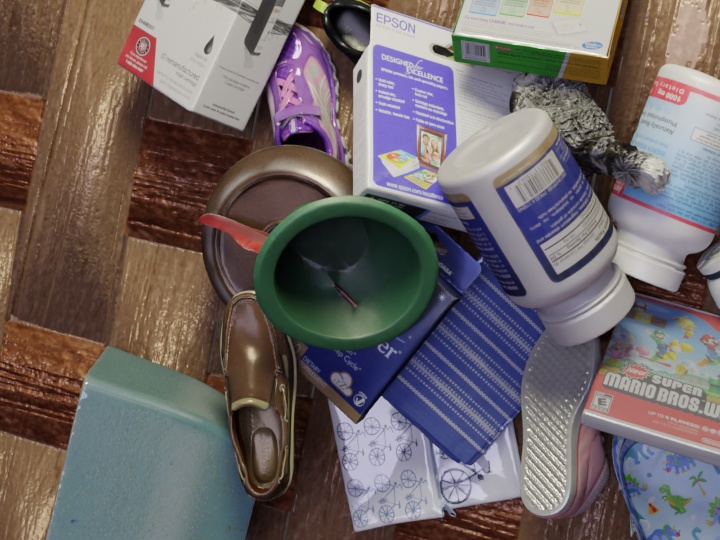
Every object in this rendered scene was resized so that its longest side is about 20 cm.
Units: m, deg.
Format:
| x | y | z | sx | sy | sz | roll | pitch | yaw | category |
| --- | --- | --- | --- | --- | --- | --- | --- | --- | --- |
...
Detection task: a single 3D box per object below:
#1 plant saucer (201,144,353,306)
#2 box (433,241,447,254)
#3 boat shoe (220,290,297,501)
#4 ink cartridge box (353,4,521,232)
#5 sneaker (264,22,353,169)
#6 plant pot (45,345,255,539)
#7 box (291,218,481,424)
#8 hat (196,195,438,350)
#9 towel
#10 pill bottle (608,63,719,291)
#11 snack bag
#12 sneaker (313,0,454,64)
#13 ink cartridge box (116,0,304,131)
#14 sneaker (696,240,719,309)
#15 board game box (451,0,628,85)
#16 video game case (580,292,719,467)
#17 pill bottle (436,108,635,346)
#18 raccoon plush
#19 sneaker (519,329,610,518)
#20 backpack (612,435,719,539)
| x | y | z | sx | sy | sz | roll | pitch | yaw | category |
| --- | --- | --- | --- | --- | --- | --- | --- | --- | --- |
| -0.073 | -0.024 | 1.534 | 0.198 | 0.032 | 0.203 | 3 | 101 | 15 | plant saucer |
| 0.000 | 0.000 | 1.570 | 0.198 | 0.068 | 0.083 | 10 | 98 | 15 | box |
| -0.097 | 0.121 | 1.467 | 0.074 | 0.075 | 0.205 | -9 | 89 | 5 | boat shoe |
| 0.084 | -0.140 | 1.484 | 0.196 | 0.043 | 0.202 | 14 | 65 | -27 | ink cartridge box |
| -0.063 | -0.165 | 1.572 | 0.080 | 0.088 | 0.202 | -17 | 87 | 16 | sneaker |
| -0.202 | 0.211 | 1.578 | 0.198 | 0.196 | 0.198 | 15 | 96 | -5 | plant pot |
| 0.014 | 0.035 | 1.483 | 0.121 | 0.032 | 0.201 | 41 | 106 | 11 | box |
| -0.034 | -0.041 | 1.465 | 0.198 | 0.177 | 0.167 | 17 | 117 | -18 | hat |
| 0.121 | 0.084 | 1.529 | 0.145 | 0.024 | 0.200 | 41 | 94 | -16 | towel |
| 0.305 | -0.088 | 1.467 | 0.108 | 0.109 | 0.202 | 22 | 97 | 13 | pill bottle |
| 0.068 | 0.166 | 1.585 | 0.198 | 0.021 | 0.191 | -11 | 89 | 15 | snack bag |
| 0.036 | -0.213 | 1.543 | 0.199 | 0.083 | 0.072 | 31 | 100 | 8 | sneaker |
| -0.145 | -0.269 | 1.565 | 0.144 | 0.083 | 0.201 | 33 | 100 | 39 | ink cartridge box |
| 0.427 | -0.024 | 1.464 | 0.199 | 0.076 | 0.081 | -31 | 96 | 18 | sneaker |
| 0.185 | -0.279 | 1.470 | 0.151 | 0.040 | 0.201 | 11 | 60 | 14 | board game box |
| 0.300 | 0.099 | 1.440 | 0.142 | 0.200 | 0.018 | 16 | 128 | 13 | video game case |
| 0.168 | -0.036 | 1.405 | 0.119 | 0.120 | 0.201 | -28 | 108 | 14 | pill bottle |
| 0.228 | -0.145 | 1.465 | 0.199 | 0.097 | 0.134 | 28 | 59 | 18 | raccoon plush |
| 0.208 | 0.152 | 1.519 | 0.075 | 0.104 | 0.202 | 3 | 77 | 29 | sneaker |
| 0.325 | 0.213 | 1.468 | 0.162 | 0.153 | 0.202 | -25 | 73 | 22 | backpack |
